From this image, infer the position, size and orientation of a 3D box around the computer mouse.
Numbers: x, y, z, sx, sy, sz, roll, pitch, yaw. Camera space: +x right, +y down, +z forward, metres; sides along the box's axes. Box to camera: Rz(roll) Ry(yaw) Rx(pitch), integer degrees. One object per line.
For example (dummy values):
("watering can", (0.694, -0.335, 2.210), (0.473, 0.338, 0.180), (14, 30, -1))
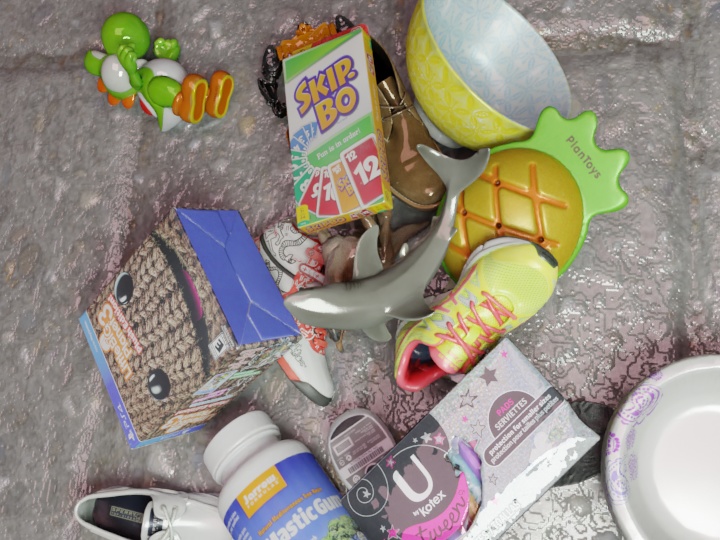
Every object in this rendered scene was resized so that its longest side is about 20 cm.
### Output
("computer mouse", (0.038, 0.232, 0.745), (0.108, 0.044, 0.203), (-33, 78, 8))

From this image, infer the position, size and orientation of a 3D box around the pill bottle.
("pill bottle", (-0.073, 0.243, 0.724), (0.112, 0.112, 0.201), (-42, 64, 0))

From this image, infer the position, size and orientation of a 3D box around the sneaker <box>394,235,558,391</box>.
("sneaker", (0.098, 0.050, 0.650), (0.078, 0.200, 0.091), (37, 42, -10))

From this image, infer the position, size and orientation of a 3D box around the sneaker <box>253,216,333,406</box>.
("sneaker", (-0.060, 0.037, 0.798), (0.107, 0.067, 0.203), (-37, 69, 5))

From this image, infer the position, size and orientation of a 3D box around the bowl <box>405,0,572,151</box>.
("bowl", (0.117, -0.196, 0.779), (0.108, 0.197, 0.204), (-43, 65, 45))

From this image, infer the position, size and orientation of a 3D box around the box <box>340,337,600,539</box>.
("box", (0.097, 0.172, 0.648), (0.200, 0.132, 0.115), (-45, 73, 2))

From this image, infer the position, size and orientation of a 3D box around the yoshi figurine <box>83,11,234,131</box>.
("yoshi figurine", (-0.256, -0.257, 0.898), (0.196, 0.113, 0.113), (23, 67, 19))

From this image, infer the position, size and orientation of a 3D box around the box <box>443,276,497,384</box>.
("box", (0.129, 0.020, 0.767), (0.074, 0.050, 0.204), (22, 82, 17))

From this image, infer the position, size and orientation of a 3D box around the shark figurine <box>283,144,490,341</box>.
("shark figurine", (0.050, -0.001, 0.646), (0.214, 0.129, 0.089), (-45, 35, -5))

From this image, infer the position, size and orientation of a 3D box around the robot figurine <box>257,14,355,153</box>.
("robot figurine", (-0.040, -0.195, 0.852), (0.142, 0.058, 0.205), (-19, 74, 7))

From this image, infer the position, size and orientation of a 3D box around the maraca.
("maraca", (0.156, -0.059, 0.686), (0.200, 0.107, 0.138), (-42, 83, 21))

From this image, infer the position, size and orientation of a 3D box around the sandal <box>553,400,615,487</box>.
("sandal", (0.164, 0.182, 0.722), (0.196, 0.048, 0.077), (-16, 74, 8))

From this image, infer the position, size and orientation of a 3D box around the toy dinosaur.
("toy dinosaur", (0.000, 0.000, 0.768), (0.085, 0.198, 0.139), (-8, 96, 41))

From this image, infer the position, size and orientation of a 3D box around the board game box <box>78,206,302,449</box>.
("board game box", (-0.182, 0.059, 0.764), (0.199, 0.096, 0.162), (-42, 69, 30))

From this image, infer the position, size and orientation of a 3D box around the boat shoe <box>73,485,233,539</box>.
("boat shoe", (-0.211, 0.271, 0.778), (0.194, 0.065, 0.076), (-1, 76, 12))

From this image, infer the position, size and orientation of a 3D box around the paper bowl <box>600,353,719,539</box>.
("paper bowl", (0.317, 0.183, 0.657), (0.195, 0.104, 0.206), (-3, 77, 12))

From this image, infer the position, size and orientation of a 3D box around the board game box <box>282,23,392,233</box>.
("board game box", (-0.026, -0.146, 0.722), (0.093, 0.030, 0.205), (-14, 69, 22))

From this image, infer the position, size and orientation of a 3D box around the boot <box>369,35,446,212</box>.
("boot", (0.033, -0.152, 0.750), (0.072, 0.076, 0.203), (-24, 68, -7))
